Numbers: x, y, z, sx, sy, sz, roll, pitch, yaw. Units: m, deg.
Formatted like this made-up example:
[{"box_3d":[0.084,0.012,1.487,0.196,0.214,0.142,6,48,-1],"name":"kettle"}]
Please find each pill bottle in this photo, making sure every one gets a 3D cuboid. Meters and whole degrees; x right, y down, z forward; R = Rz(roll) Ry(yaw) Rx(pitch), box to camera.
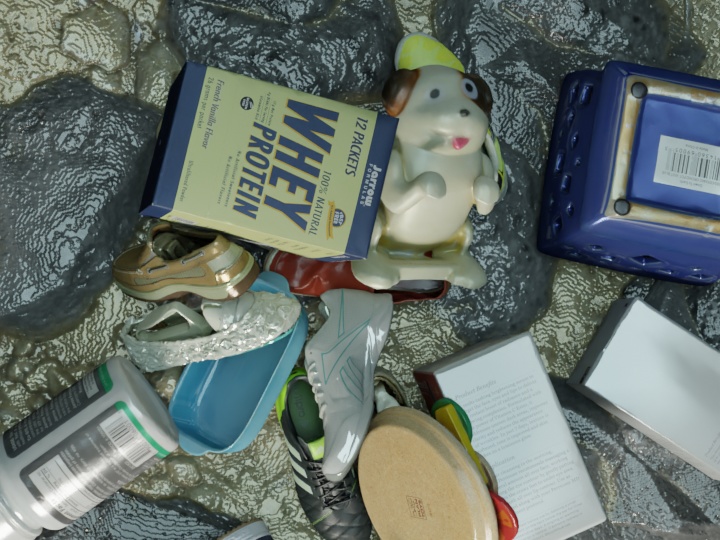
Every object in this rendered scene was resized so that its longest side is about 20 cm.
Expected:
[{"box_3d":[-0.289,0.183,1.508,0.200,0.113,0.113,-34,91,1],"name":"pill bottle"}]

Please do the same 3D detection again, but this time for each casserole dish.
[{"box_3d":[-0.119,0.098,1.546,0.039,0.121,0.201,31,83,-46],"name":"casserole dish"}]

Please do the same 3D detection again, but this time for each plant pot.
[{"box_3d":[0.304,-0.102,1.553,0.199,0.180,0.201,11,85,-5],"name":"plant pot"}]

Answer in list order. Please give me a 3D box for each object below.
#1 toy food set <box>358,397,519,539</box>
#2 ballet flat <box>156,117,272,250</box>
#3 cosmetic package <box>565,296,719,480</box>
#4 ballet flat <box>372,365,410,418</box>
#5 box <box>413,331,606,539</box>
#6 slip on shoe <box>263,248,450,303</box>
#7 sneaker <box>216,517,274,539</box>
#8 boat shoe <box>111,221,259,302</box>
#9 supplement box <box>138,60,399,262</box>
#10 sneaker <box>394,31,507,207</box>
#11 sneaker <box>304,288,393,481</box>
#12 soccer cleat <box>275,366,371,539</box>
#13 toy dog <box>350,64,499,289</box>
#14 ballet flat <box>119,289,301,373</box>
[{"box_3d":[0.072,0.223,1.486,0.049,0.198,0.201,-22,87,-35],"name":"toy food set"},{"box_3d":[-0.131,-0.089,1.569,0.200,0.069,0.070,40,84,-3],"name":"ballet flat"},{"box_3d":[0.331,0.126,1.601,0.200,0.081,0.113,34,84,-2],"name":"cosmetic package"},{"box_3d":[0.045,0.192,1.574,0.067,0.062,0.200,-28,91,-9],"name":"ballet flat"},{"box_3d":[0.147,0.173,1.542,0.106,0.152,0.201,-23,89,-6],"name":"box"},{"box_3d":[0.000,0.000,1.574,0.199,0.061,0.074,4,108,-6],"name":"slip on shoe"},{"box_3d":[-0.156,0.345,1.528,0.200,0.070,0.109,-32,72,-10],"name":"sneaker"},{"box_3d":[-0.184,-0.018,1.500,0.076,0.200,0.072,54,52,-31],"name":"boat shoe"},{"box_3d":[-0.092,-0.096,1.443,0.199,0.200,0.135,14,87,-11],"name":"supplement box"},{"box_3d":[0.102,-0.162,1.593,0.075,0.076,0.200,-30,89,-5],"name":"sneaker"},{"box_3d":[-0.022,0.110,1.512,0.080,0.070,0.201,13,66,-6],"name":"sneaker"},{"box_3d":[-0.041,0.195,1.555,0.067,0.081,0.201,-21,89,-7],"name":"soccer cleat"},{"box_3d":[0.071,-0.104,1.511,0.139,0.194,0.201,6,120,-13],"name":"toy dog"},{"box_3d":[-0.156,0.054,1.512,0.199,0.072,0.072,-17,89,26],"name":"ballet flat"}]
